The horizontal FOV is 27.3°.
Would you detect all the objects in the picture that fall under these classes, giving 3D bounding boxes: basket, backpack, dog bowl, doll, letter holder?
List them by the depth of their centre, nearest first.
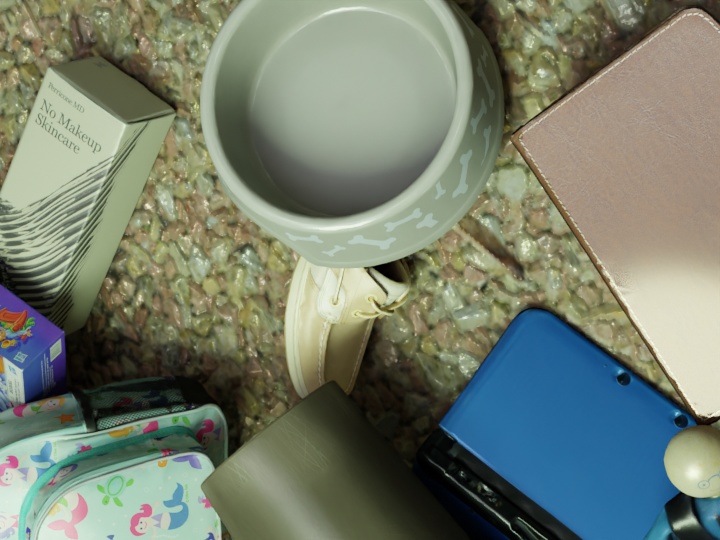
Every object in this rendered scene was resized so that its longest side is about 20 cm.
[{"bbox_3d":[0.208,-0.041,0.856,0.142,0.100,0.201,-36,86,28],"label":"letter holder"},{"bbox_3d":[0.231,0.161,0.872,0.135,0.049,0.201,-29,120,11],"label":"doll"},{"bbox_3d":[-0.010,-0.105,0.929,0.197,0.059,0.203,-3,80,14],"label":"dog bowl"},{"bbox_3d":[-0.001,0.185,0.955,0.201,0.135,0.180,52,159,7],"label":"basket"},{"bbox_3d":[-0.186,0.178,1.038,0.197,0.151,0.180,-6,107,-14],"label":"backpack"}]

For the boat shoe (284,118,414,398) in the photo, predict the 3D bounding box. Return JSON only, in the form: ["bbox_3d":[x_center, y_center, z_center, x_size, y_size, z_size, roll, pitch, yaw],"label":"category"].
[{"bbox_3d":[0.000,0.000,0.987,0.068,0.073,0.203,18,110,28],"label":"boat shoe"}]

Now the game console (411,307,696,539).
[{"bbox_3d":[0.141,0.157,0.988,0.199,0.118,0.172,37,148,15],"label":"game console"}]

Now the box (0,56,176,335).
[{"bbox_3d":[-0.215,-0.049,1.089,0.082,0.068,0.202,34,116,15],"label":"box"}]

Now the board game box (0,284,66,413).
[{"bbox_3d":[-0.284,0.080,1.120,0.134,0.045,0.201,34,145,16],"label":"board game box"}]
